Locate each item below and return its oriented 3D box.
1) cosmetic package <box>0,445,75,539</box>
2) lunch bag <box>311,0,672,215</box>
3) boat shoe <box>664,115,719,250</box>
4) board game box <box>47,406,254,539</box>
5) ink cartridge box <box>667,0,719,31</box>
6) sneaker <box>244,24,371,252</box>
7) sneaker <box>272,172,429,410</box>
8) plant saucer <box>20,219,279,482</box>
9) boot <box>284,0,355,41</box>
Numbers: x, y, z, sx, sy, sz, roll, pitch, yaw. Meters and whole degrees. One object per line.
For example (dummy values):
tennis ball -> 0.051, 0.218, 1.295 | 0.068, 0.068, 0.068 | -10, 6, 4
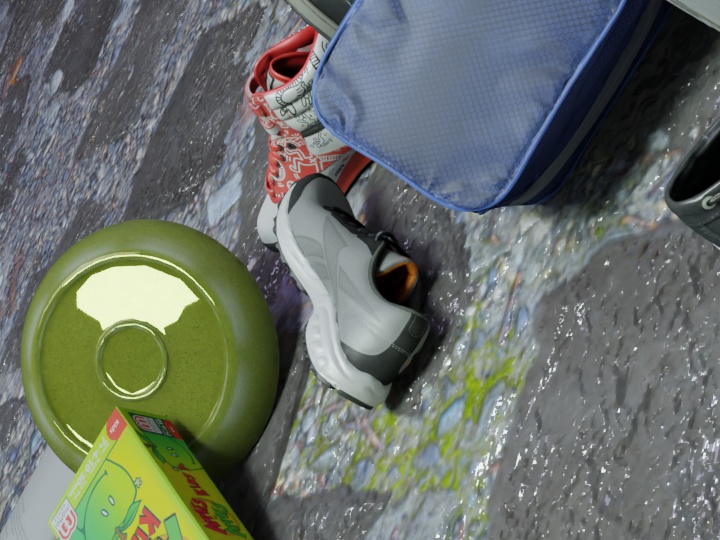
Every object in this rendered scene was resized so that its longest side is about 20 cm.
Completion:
cosmetic package -> -0.195, 0.163, 1.318 | 0.200, 0.081, 0.113 | -59, 26, 11
lunch bag -> 0.082, -0.137, 0.955 | 0.200, 0.136, 0.132 | -58, -15, 16
boat shoe -> 0.213, -0.093, 0.782 | 0.200, 0.056, 0.069 | -58, 26, 15
board game box -> -0.125, 0.189, 1.122 | 0.102, 0.048, 0.200 | -57, 45, 14
ink cartridge box -> 0.209, -0.231, 0.882 | 0.145, 0.084, 0.200 | -46, 31, 34
sneaker -> -0.047, -0.098, 1.230 | 0.201, 0.108, 0.067 | -43, 33, 40
sneaker -> 0.000, 0.000, 1.109 | 0.079, 0.074, 0.200 | -44, 37, 20
plant saucer -> -0.156, 0.064, 1.220 | 0.200, 0.200, 0.031 | -61, -14, 7
boot -> 0.045, -0.191, 1.046 | 0.154, 0.203, 0.074 | -50, 8, 20
